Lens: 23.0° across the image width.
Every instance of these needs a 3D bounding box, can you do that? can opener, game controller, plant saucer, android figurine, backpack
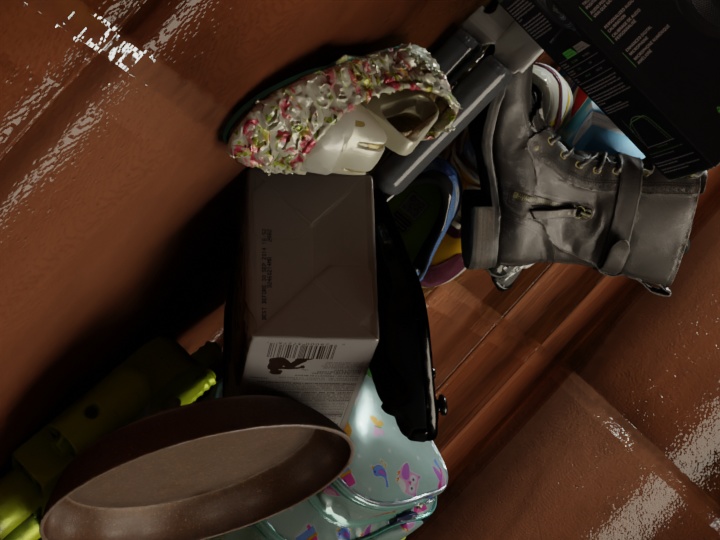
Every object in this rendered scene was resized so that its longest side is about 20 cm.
[{"bbox_3d":[0.076,-0.132,1.180,0.200,0.053,0.066,-46,168,-4],"label":"can opener"},{"bbox_3d":[0.022,0.024,1.110,0.200,0.042,0.104,-110,-158,-65],"label":"game controller"},{"bbox_3d":[-0.103,0.125,1.098,0.200,0.035,0.200,-15,156,-7],"label":"plant saucer"},{"bbox_3d":[-0.171,0.116,1.170,0.200,0.041,0.182,-38,165,-27],"label":"android figurine"},{"bbox_3d":[-0.046,0.147,1.347,0.200,0.176,0.153,-17,164,-44],"label":"backpack"}]

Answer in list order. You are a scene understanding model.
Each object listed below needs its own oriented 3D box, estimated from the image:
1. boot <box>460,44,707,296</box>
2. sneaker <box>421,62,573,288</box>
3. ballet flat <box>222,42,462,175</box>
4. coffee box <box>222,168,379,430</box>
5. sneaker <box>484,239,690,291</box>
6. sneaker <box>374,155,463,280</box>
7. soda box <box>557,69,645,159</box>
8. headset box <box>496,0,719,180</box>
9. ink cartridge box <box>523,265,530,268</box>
[{"bbox_3d":[0.165,-0.078,1.282,0.069,0.174,0.200,-101,-166,-64],"label":"boot"},{"bbox_3d":[0.085,-0.075,1.354,0.200,0.075,0.090,-58,168,9],"label":"sneaker"},{"bbox_3d":[0.000,-0.090,1.036,0.200,0.064,0.076,-29,159,-53],"label":"ballet flat"},{"bbox_3d":[-0.042,0.032,1.120,0.080,0.113,0.200,2,155,-8],"label":"coffee box"},{"bbox_3d":[0.161,-0.026,1.450,0.075,0.200,0.116,-90,-154,-74],"label":"sneaker"},{"bbox_3d":[0.000,0.000,1.260,0.200,0.079,0.089,-55,-179,3],"label":"sneaker"},{"bbox_3d":[0.192,-0.111,1.405,0.064,0.068,0.200,-54,-167,28],"label":"soda box"},{"bbox_3d":[0.193,-0.188,1.082,0.174,0.200,0.093,-44,-176,-7],"label":"headset box"},{"bbox_3d":[0.197,-0.088,1.529,0.200,0.050,0.109,-35,-160,0],"label":"ink cartridge box"}]
